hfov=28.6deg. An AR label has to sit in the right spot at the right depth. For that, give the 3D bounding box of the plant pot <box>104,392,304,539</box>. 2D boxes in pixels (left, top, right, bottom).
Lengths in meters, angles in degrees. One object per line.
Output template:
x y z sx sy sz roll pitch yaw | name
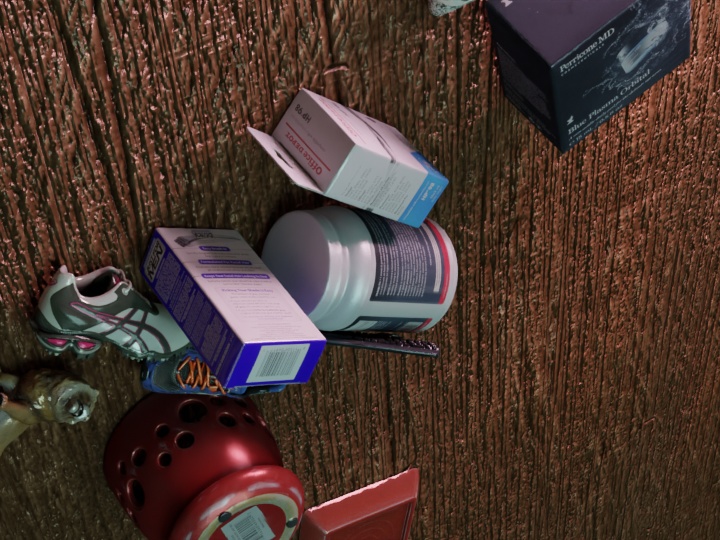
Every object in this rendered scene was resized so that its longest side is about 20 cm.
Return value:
-0.180 0.256 1.664 0.199 0.183 0.201 -21 137 -21 | plant pot

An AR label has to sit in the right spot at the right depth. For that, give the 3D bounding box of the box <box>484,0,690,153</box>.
0.258 -0.267 1.568 0.196 0.118 0.200 -38 154 -5 | box

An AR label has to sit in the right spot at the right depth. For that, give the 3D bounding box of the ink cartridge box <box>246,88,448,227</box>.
-0.012 -0.123 1.503 0.199 0.116 0.067 17 114 -48 | ink cartridge box

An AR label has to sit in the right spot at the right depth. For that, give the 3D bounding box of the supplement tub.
0.000 0.000 1.608 0.199 0.140 0.141 4 123 -43 | supplement tub

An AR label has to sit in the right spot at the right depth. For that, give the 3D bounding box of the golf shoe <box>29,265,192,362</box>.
-0.248 0.045 1.494 0.199 0.077 0.089 3 116 -43 | golf shoe

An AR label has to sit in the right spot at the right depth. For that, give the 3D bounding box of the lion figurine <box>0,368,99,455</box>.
-0.384 0.166 1.506 0.199 0.073 0.122 -33 151 11 | lion figurine

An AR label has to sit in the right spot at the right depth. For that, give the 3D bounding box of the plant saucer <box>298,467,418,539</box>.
-0.001 0.398 2.062 0.199 0.037 0.201 -17 134 -29 | plant saucer

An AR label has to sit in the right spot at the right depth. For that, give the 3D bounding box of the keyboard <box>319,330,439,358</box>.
-0.011 0.078 1.626 0.198 0.127 0.021 8 89 -9 | keyboard

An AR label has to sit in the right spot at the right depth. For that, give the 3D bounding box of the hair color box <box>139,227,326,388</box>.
-0.136 0.036 1.477 0.109 0.200 0.065 1 127 -41 | hair color box

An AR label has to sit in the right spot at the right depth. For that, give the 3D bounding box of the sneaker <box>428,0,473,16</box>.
0.141 -0.333 1.498 0.199 0.077 0.089 -31 171 -16 | sneaker

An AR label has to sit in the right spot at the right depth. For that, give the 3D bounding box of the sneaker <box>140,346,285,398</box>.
-0.163 0.110 1.611 0.199 0.078 0.076 -2 109 -42 | sneaker
